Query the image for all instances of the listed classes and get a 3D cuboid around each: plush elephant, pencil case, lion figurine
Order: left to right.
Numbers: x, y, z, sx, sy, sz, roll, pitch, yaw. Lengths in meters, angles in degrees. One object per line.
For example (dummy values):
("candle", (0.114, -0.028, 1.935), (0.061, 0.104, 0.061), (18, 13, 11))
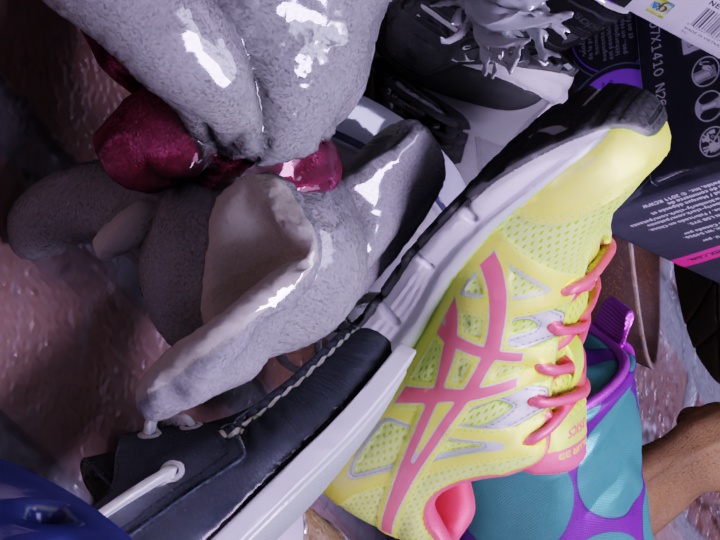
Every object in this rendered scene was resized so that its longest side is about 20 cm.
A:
("plush elephant", (-0.044, -0.043, 0.630), (0.165, 0.200, 0.155), (-11, 120, -68))
("pencil case", (0.085, 0.115, 0.817), (0.092, 0.085, 0.200), (-22, 117, -10))
("lion figurine", (0.132, 0.104, 0.965), (0.200, 0.073, 0.122), (-42, 165, 6))

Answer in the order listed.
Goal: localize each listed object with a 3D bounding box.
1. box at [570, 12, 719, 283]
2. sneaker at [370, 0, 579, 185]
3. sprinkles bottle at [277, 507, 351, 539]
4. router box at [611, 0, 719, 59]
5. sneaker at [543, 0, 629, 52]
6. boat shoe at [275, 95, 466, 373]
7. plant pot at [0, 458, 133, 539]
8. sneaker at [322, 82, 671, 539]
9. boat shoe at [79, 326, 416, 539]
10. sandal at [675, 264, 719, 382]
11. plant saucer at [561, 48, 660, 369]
("box", (0.191, -0.062, 0.903), (0.200, 0.106, 0.123), (21, 60, -45))
("sneaker", (0.036, -0.064, 0.805), (0.079, 0.074, 0.200), (-54, 170, 3))
("sprinkles bottle", (-0.020, 0.127, 0.764), (0.200, 0.068, 0.068), (49, 50, -52))
("router box", (0.089, -0.172, 0.761), (0.200, 0.051, 0.149), (25, 50, -14))
("sneaker", (0.061, -0.171, 0.870), (0.069, 0.100, 0.200), (14, 40, -38))
("boat shoe", (-0.004, -0.001, 0.795), (0.086, 0.074, 0.202), (-69, 155, -15))
("plant pot", (-0.110, 0.159, 0.442), (0.200, 0.180, 0.201), (-9, 101, -44))
("sneaker", (0.051, 0.021, 0.700), (0.200, 0.090, 0.078), (-52, 174, 37))
("boat shoe", (-0.063, 0.078, 0.626), (0.200, 0.060, 0.076), (-44, 169, -28))
("sandal", (0.194, -0.042, 1.051), (0.054, 0.082, 0.201), (-1, 76, -23))
("plant saucer", (0.119, -0.052, 0.999), (0.200, 0.034, 0.201), (-4, 90, -79))
